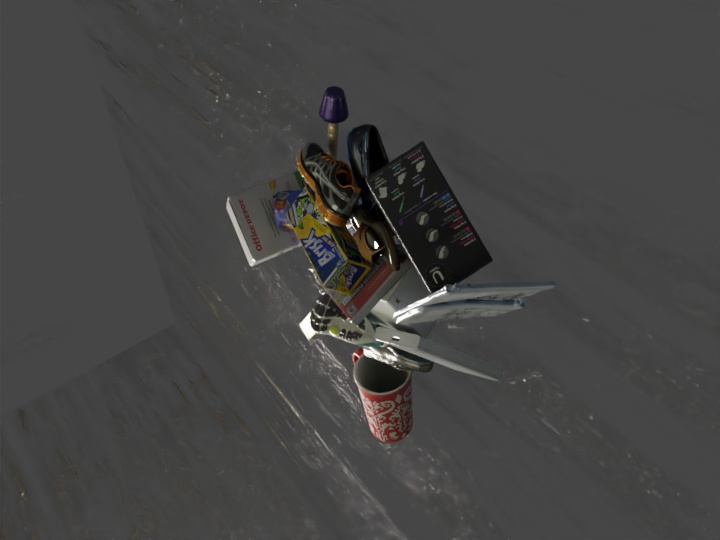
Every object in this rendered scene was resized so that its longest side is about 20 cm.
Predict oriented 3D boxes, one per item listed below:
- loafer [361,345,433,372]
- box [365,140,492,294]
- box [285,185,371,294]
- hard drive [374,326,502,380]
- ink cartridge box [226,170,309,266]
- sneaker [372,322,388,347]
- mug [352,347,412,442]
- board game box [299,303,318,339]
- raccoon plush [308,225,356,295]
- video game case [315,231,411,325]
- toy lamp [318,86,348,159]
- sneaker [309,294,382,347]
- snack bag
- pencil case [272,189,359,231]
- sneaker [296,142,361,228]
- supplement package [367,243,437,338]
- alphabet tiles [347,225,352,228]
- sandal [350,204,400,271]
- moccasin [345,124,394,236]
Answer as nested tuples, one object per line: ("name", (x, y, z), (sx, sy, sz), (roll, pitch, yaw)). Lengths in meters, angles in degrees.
("loafer", (0.078, 0.179, 1.212), (0.198, 0.071, 0.064), (20, 119, 44))
("box", (0.102, -0.074, 0.872), (0.203, 0.105, 0.122), (60, -175, 3))
("box", (-0.060, -0.055, 1.004), (0.070, 0.064, 0.202), (-49, 48, 22))
("hard drive", (0.137, 0.147, 1.005), (0.197, 0.027, 0.131), (23, 170, -30))
("ink cartridge box", (-0.174, -0.116, 1.234), (0.147, 0.197, 0.084), (66, 160, 0))
("sneaker", (0.038, 0.105, 1.191), (0.076, 0.105, 0.199), (52, 154, -11))
("mug", (0.060, 0.277, 1.325), (0.179, 0.130, 0.203), (-101, 0, -50))
("board game box", (-0.075, 0.101, 1.392), (0.048, 0.101, 0.200), (57, 153, 7))
("raccoon plush", (-0.041, -0.031, 1.242), (0.134, 0.095, 0.203), (53, 126, 48))
("video game case", (0.000, 0.000, 1.018), (0.017, 0.143, 0.200), (41, -179, -30))
("toy lamp", (-0.052, -0.249, 1.078), (0.058, 0.058, 0.202), (44, 149, 30))
("sneaker", (-0.033, 0.107, 1.116), (0.079, 0.079, 0.199), (31, 175, -40))
("snack bag", (0.166, 0.049, 0.843), (0.200, 0.184, 0.022), (140, 126, -65))
("pencil case", (-0.079, -0.127, 1.132), (0.196, 0.088, 0.078), (-3, 145, 26))
("sneaker", (-0.051, -0.167, 1.015), (0.077, 0.077, 0.202), (-48, 50, 27))
("supplement package", (0.055, 0.030, 1.047), (0.117, 0.118, 0.199), (46, 162, -29))
("alphabet tiles", (-0.012, -0.050, 1.237), (0.197, 0.014, 0.201), (56, 152, 17))
("sandal", (0.014, -0.052, 0.944), (0.200, 0.054, 0.083), (50, 162, 54))
("moccasin", (0.029, -0.155, 1.000), (0.068, 0.080, 0.203), (-8, 110, 53))
